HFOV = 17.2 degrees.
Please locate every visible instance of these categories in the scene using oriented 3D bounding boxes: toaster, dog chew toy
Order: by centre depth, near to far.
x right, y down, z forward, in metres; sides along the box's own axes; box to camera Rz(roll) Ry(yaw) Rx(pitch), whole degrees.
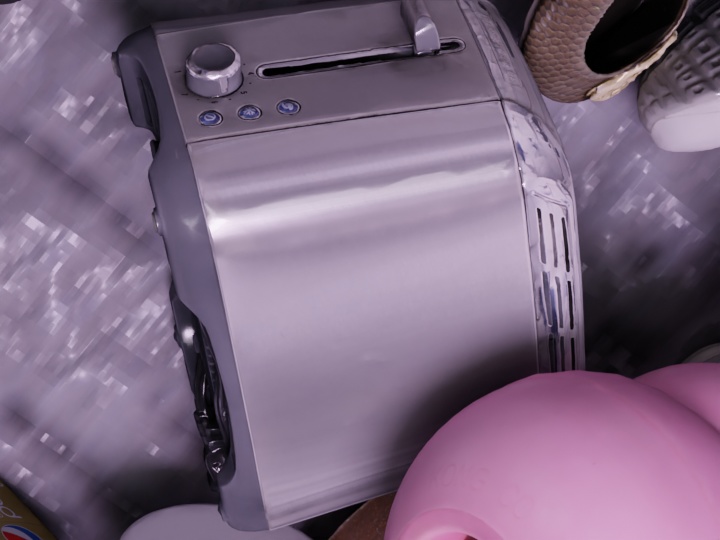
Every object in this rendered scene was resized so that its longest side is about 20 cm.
[{"bbox_3d":[0.102,0.086,0.757,0.199,0.124,0.125,-12,116,-42],"label":"dog chew toy"},{"bbox_3d":[0.000,0.000,0.779,0.128,0.114,0.201,-13,132,-5],"label":"toaster"}]

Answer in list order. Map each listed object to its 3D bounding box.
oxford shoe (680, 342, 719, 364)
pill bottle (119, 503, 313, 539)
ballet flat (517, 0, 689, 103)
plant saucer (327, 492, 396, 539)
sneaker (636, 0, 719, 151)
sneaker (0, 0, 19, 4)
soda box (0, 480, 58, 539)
[{"bbox_3d":[0.204,0.083,0.876,0.199,0.058,0.076,20,104,-15],"label":"oxford shoe"},{"bbox_3d":[-0.062,0.187,0.840,0.109,0.109,0.201,7,115,-10],"label":"pill bottle"},{"bbox_3d":[0.089,-0.095,0.734,0.046,0.200,0.067,40,73,12],"label":"ballet flat"},{"bbox_3d":[0.072,0.151,0.868,0.199,0.037,0.201,0,122,0],"label":"plant saucer"},{"bbox_3d":[0.194,-0.067,0.815,0.199,0.075,0.087,-14,121,0],"label":"sneaker"},{"bbox_3d":[-0.200,-0.113,0.755,0.199,0.076,0.088,20,117,-8],"label":"sneaker"},{"bbox_3d":[-0.178,0.168,0.839,0.068,0.064,0.201,10,113,-53],"label":"soda box"}]
